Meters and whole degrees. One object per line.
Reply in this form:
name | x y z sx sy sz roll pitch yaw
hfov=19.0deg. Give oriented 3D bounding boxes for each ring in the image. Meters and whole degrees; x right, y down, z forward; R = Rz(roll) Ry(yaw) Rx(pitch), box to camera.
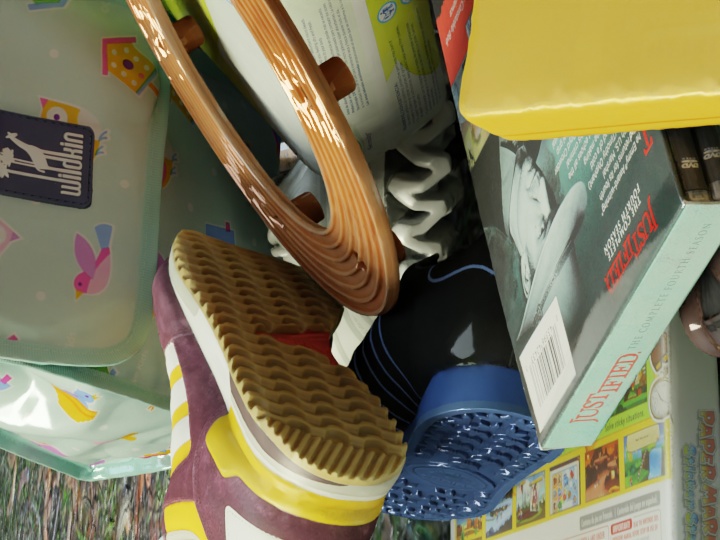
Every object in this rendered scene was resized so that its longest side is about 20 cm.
ring | -0.040 -0.073 0.740 0.201 0.019 0.201 54 166 19

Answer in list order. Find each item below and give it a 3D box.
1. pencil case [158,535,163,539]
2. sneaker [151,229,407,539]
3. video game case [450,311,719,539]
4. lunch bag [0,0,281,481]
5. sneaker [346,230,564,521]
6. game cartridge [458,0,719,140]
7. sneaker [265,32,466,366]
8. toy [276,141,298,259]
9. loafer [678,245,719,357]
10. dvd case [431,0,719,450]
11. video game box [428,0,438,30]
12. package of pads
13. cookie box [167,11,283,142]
pencil case | -0.017 0.183 0.837 0.091 0.083 0.200 -44 57 35
sneaker | -0.044 0.056 0.762 0.200 0.075 0.090 -115 45 -65
video game case | 0.075 0.070 0.762 0.200 0.023 0.183 141 132 -67
lunch bag | -0.122 -0.019 0.868 0.122 0.200 0.171 -9 67 28
sneaker | 0.031 0.039 0.777 0.200 0.070 0.078 142 143 -65
game cartridge | 0.111 -0.135 0.532 0.176 0.032 0.201 -1 77 42
sneaker | 0.000 0.000 0.888 0.075 0.081 0.201 -38 -47 -78
toy | -0.061 0.000 0.978 0.199 0.047 0.116 -15 73 28
loafer | 0.100 -0.070 0.630 0.063 0.072 0.201 -42 47 48
dvd case | 0.058 -0.067 0.643 0.146 0.022 0.201 110 154 -57
video game box | 0.050 -0.188 0.874 0.200 0.047 0.183 -147 62 -71
package of pads | -0.052 -0.145 0.809 0.200 0.068 0.155 50 167 34
cookie box | -0.103 -0.144 1.136 0.200 0.075 0.172 40 -132 -67
